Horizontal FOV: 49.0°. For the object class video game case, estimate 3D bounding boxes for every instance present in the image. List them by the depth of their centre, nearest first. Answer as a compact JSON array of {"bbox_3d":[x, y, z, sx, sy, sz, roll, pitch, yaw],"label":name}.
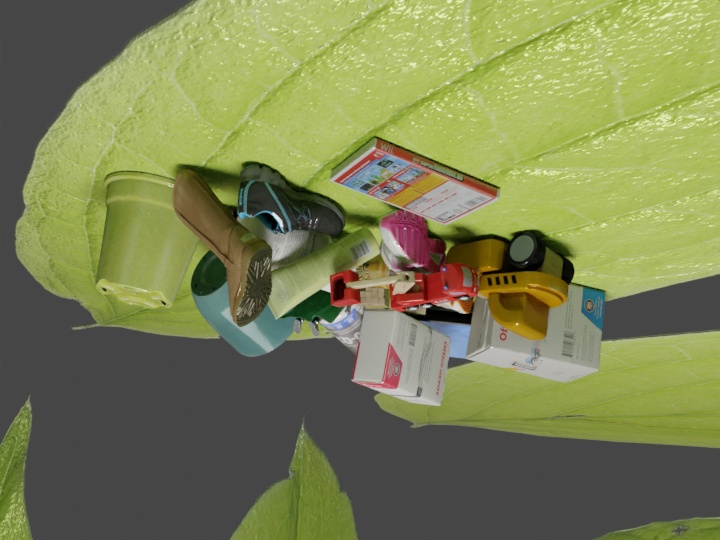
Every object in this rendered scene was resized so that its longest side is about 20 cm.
[{"bbox_3d":[0.074,-0.119,1.106,0.199,0.018,0.143,19,161,-22],"label":"video game case"}]

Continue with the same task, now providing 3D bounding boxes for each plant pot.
[{"bbox_3d":[-0.362,-0.040,1.345,0.199,0.185,0.200,11,162,3],"label":"plant pot"},{"bbox_3d":[-0.221,0.037,1.495,0.200,0.201,0.161,-4,145,39],"label":"plant pot"}]

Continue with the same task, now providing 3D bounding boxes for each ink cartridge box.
[{"bbox_3d":[0.311,0.101,1.420,0.199,0.148,0.145,14,162,-7],"label":"ink cartridge box"},{"bbox_3d":[0.085,0.173,1.559,0.084,0.146,0.200,-3,159,40],"label":"ink cartridge box"}]

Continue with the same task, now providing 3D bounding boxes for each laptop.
[{"bbox_3d":[0.182,0.146,1.671,0.186,0.117,0.200,4,-174,20],"label":"laptop"}]

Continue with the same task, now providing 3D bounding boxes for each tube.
[{"bbox_3d":[-0.066,-0.004,1.259,0.058,0.199,0.052,43,159,56],"label":"tube"}]

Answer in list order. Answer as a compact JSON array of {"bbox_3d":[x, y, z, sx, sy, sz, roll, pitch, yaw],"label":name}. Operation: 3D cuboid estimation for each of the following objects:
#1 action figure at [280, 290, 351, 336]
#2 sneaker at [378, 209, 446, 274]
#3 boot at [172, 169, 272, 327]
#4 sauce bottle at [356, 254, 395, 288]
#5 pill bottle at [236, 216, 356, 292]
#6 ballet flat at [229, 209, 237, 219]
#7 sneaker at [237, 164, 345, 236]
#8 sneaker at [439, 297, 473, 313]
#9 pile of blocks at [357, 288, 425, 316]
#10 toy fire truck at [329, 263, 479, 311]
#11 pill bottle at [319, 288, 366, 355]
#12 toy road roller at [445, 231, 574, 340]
[{"bbox_3d":[-0.050,0.051,1.473,0.118,0.200,0.055,8,123,31],"label":"action figure"},{"bbox_3d":[0.067,-0.035,1.263,0.088,0.082,0.200,0,159,26],"label":"sneaker"},{"bbox_3d":[-0.218,-0.035,1.228,0.200,0.066,0.176,41,132,28],"label":"boot"},{"bbox_3d":[0.000,0.000,1.437,0.199,0.066,0.066,0,159,36],"label":"sauce bottle"},{"bbox_3d":[-0.110,-0.033,1.324,0.199,0.115,0.114,21,160,-28],"label":"pill bottle"},{"bbox_3d":[-0.169,-0.063,1.387,0.199,0.047,0.067,20,-166,-29],"label":"ballet flat"},{"bbox_3d":[-0.109,-0.086,1.217,0.199,0.082,0.073,24,157,-37],"label":"sneaker"},{"bbox_3d":[0.131,0.028,1.437,0.092,0.076,0.200,5,160,33],"label":"sneaker"},{"bbox_3d":[0.060,0.046,1.526,0.082,0.063,0.200,-3,169,37],"label":"pile of blocks"},{"bbox_3d":[0.068,0.023,1.222,0.199,0.049,0.141,-13,162,29],"label":"toy fire truck"},{"bbox_3d":[-0.001,0.106,1.622,0.113,0.114,0.200,-4,144,39],"label":"pill bottle"},{"bbox_3d":[0.232,0.032,1.259,0.199,0.147,0.123,-7,155,44],"label":"toy road roller"}]
